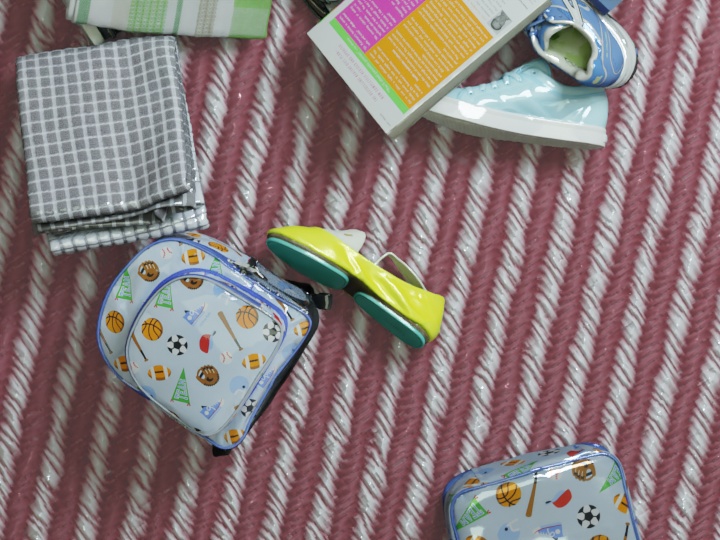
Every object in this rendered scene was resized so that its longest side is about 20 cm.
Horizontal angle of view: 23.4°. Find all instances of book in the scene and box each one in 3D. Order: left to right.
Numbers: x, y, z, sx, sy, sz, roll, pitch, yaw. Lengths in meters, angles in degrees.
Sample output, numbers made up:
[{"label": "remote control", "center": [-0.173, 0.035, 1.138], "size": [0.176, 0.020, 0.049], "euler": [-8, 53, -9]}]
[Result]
[{"label": "book", "center": [0.064, -0.242, 1.662], "size": [0.200, 0.048, 0.134], "euler": [-40, 81, 8]}]

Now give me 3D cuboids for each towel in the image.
[{"label": "towel", "center": [-0.240, -0.124, 1.653], "size": [0.164, 0.086, 0.201], "euler": [-9, 63, -5]}, {"label": "towel", "center": [-0.174, -0.296, 1.651], "size": [0.199, 0.031, 0.150], "euler": [2, 120, -22]}]

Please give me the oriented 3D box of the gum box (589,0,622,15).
[{"label": "gum box", "center": [0.238, -0.377, 1.693], "size": [0.170, 0.045, 0.200], "euler": [43, 66, -5]}]

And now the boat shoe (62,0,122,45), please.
[{"label": "boat shoe", "center": [-0.278, -0.310, 1.661], "size": [0.062, 0.075, 0.201], "euler": [-33, 114, -9]}]

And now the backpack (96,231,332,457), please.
[{"label": "backpack", "center": [-0.158, 0.060, 1.679], "size": [0.190, 0.154, 0.201], "euler": [34, 93, 5]}]

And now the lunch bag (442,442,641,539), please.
[{"label": "lunch bag", "center": [0.180, 0.268, 1.748], "size": [0.199, 0.076, 0.161], "euler": [-14, 96, -4]}]

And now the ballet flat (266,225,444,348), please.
[{"label": "ballet flat", "center": [0.000, 0.000, 1.731], "size": [0.199, 0.067, 0.067], "euler": [34, 69, -8]}]

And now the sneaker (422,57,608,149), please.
[{"label": "sneaker", "center": [0.151, -0.173, 1.727], "size": [0.199, 0.074, 0.083], "euler": [8, 85, -13]}]

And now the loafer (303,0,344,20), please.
[{"label": "loafer", "center": [-0.036, -0.296, 1.704], "size": [0.200, 0.063, 0.072], "euler": [44, 89, -5]}]

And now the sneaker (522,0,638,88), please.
[{"label": "sneaker", "center": [0.187, -0.257, 1.693], "size": [0.200, 0.077, 0.076], "euler": [47, 123, 15]}]
